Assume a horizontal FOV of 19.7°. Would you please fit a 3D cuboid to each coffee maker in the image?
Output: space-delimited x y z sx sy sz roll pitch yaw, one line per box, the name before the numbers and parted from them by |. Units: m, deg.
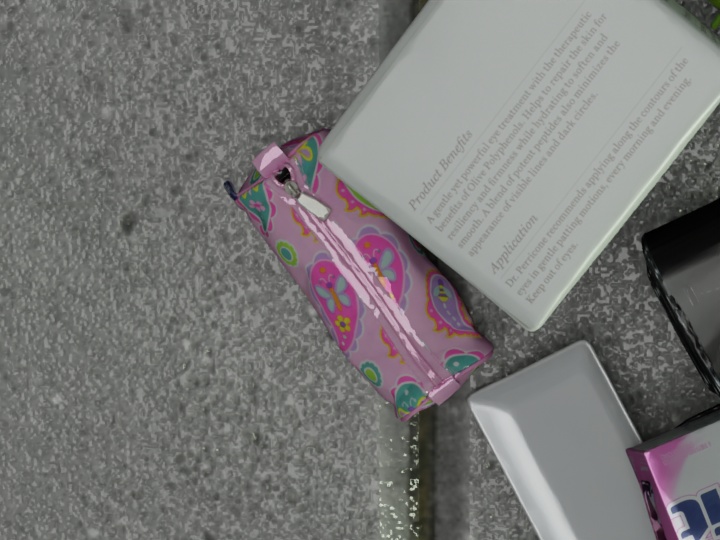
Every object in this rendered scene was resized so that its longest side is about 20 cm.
coffee maker | 0.276 -0.017 1.258 0.199 0.192 0.135 -30 72 9

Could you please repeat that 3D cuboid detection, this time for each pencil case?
pencil case | 0.000 0.000 1.361 0.087 0.087 0.201 -36 91 12

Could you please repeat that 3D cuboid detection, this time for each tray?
tray | 0.158 0.150 1.369 0.107 0.022 0.201 -28 89 34

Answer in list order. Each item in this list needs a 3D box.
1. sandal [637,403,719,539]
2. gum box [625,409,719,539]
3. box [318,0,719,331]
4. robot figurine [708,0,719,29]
sandal | 0.258 0.111 1.351 0.200 0.045 0.075 -41 91 12
gum box | 0.271 0.132 1.299 0.199 0.066 0.114 -22 88 -4
box | 0.107 -0.103 1.271 0.171 0.200 0.199 38 102 1
robot figurine | 0.255 -0.241 1.261 0.174 0.116 0.202 10 114 26
